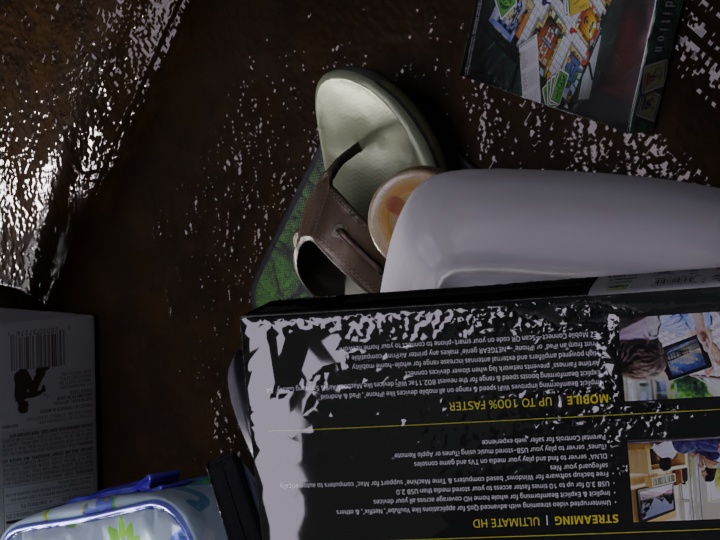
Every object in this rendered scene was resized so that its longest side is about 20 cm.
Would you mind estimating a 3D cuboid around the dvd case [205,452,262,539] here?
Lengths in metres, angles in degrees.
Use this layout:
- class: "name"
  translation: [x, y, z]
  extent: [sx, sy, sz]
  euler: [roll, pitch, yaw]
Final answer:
- class: "dvd case"
  translation: [-0.012, 0.187, 0.813]
  extent: [0.018, 0.200, 0.143]
  euler: [-24, 51, 2]

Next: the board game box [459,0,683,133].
- class: "board game box"
  translation: [0.106, -0.170, 0.785]
  extent: [0.105, 0.023, 0.200]
  euler: [27, 112, 43]

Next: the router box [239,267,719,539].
- class: "router box"
  translation: [0.061, 0.080, 0.661]
  extent: [0.200, 0.051, 0.149]
  euler: [-4, 96, 14]

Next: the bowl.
- class: "bowl"
  translation: [0.095, 0.062, 0.717]
  extent: [0.200, 0.075, 0.200]
  euler: [7, 97, 12]

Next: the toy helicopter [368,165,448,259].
- class: "toy helicopter"
  translation: [0.066, 0.044, 0.791]
  extent: [0.132, 0.079, 0.200]
  euler: [-21, 97, 18]

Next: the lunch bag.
- class: "lunch bag"
  translation: [-0.109, 0.190, 0.950]
  extent: [0.200, 0.082, 0.161]
  euler: [-18, 85, 46]

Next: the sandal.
- class: "sandal"
  translation: [0.001, 0.001, 0.869]
  extent: [0.080, 0.057, 0.201]
  euler: [4, 97, 47]

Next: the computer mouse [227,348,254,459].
- class: "computer mouse"
  translation: [0.002, 0.118, 0.833]
  extent: [0.053, 0.138, 0.200]
  euler: [-28, 79, 10]

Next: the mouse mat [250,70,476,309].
- class: "mouse mat"
  translation: [0.025, 0.016, 0.893]
  extent: [0.200, 0.008, 0.161]
  euler: [46, 123, 31]

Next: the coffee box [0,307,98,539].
- class: "coffee box"
  translation: [-0.225, 0.126, 1.099]
  extent: [0.113, 0.080, 0.200]
  euler: [3, 95, 44]
